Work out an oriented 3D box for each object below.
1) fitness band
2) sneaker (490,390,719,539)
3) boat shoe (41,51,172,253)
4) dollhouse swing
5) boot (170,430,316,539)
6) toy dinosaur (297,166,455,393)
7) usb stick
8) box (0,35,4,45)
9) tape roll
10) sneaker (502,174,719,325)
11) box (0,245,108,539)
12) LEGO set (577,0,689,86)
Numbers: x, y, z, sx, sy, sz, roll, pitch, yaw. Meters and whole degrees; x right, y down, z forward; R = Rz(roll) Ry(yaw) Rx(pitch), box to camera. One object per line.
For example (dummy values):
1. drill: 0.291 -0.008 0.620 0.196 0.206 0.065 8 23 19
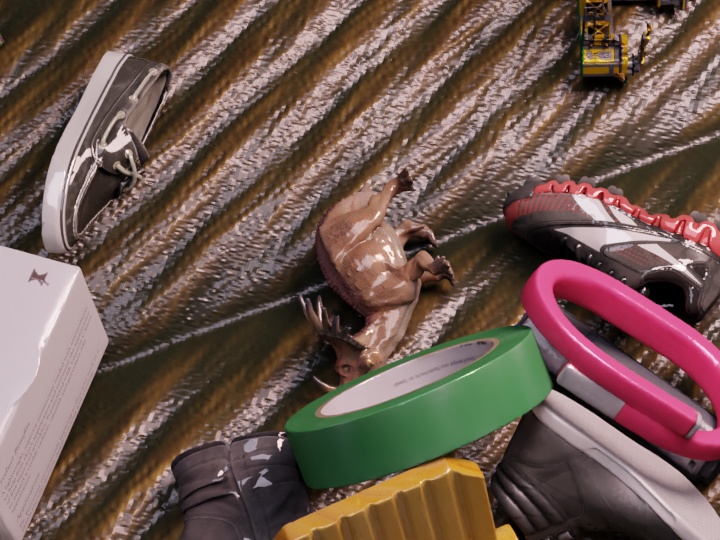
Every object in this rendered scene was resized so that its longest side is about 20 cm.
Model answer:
1. fitness band: 0.208 0.065 1.619 0.199 0.038 0.144 33 30 -5
2. sneaker: 0.185 0.183 1.625 0.199 0.071 0.099 36 112 -4
3. boat shoe: -0.213 -0.100 1.813 0.063 0.071 0.201 11 61 13
4. dollhouse swing: 0.044 0.266 1.525 0.199 0.176 0.183 -22 61 -8
5. boot: -0.048 0.181 1.646 0.198 0.070 0.132 -3 56 -1
6. toy dinosaur: 0.000 0.000 1.733 0.135 0.086 0.201 -23 55 1
7. usb stick: 0.204 0.093 1.685 0.200 0.033 0.055 36 68 22
8. box: -0.454 -0.250 1.891 0.192 0.122 0.200 -33 63 -11
9. tape roll: 0.043 0.100 1.594 0.199 0.200 0.048 -22 95 -7
10. sneaker: 0.202 -0.012 1.721 0.199 0.071 0.098 18 62 13
11. box: -0.331 0.085 1.688 0.199 0.131 0.200 15 63 13
12. LEGO set: 0.242 -0.259 1.800 0.115 0.201 0.154 -1 40 3
